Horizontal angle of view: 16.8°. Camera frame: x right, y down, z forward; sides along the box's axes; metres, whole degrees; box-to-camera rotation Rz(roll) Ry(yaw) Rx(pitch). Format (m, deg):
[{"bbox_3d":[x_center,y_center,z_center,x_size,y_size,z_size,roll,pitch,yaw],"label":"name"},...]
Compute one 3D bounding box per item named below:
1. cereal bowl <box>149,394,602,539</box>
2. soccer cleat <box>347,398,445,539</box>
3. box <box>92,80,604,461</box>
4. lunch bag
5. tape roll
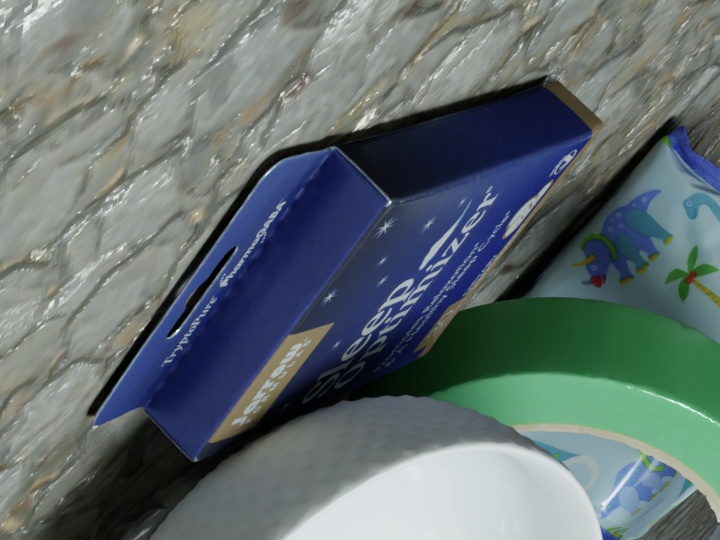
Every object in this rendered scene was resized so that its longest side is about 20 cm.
[{"bbox_3d":[-0.014,0.128,0.861,0.200,0.083,0.201,-22,130,-30],"label":"cereal bowl"},{"bbox_3d":[-0.044,0.113,0.975,0.200,0.084,0.065,-36,-154,31],"label":"soccer cleat"},{"bbox_3d":[0.000,0.000,0.828,0.121,0.032,0.200,-53,163,28],"label":"box"},{"bbox_3d":[0.144,0.044,1.159,0.170,0.127,0.200,-46,156,3],"label":"lunch bag"},{"bbox_3d":[0.085,0.100,1.012,0.048,0.200,0.201,-77,-166,-48],"label":"tape roll"}]
